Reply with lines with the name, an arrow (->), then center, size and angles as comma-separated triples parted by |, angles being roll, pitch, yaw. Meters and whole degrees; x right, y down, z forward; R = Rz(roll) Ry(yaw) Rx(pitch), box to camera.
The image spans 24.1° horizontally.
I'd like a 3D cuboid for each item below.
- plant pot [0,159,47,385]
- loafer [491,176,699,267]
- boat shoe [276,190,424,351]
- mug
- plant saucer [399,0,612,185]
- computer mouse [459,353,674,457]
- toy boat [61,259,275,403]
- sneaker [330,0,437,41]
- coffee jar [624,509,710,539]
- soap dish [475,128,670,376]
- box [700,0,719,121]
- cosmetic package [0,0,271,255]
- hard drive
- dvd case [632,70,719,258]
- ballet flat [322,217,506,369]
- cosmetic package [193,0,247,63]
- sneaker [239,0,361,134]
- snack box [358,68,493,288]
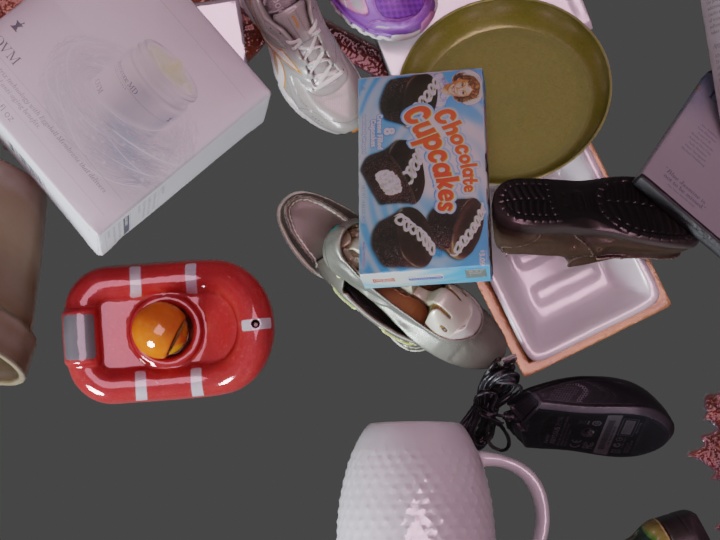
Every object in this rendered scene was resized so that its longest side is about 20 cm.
plant pot -> -0.372, -0.012, 1.538 | 0.200, 0.200, 0.174 | 18, 71, -2
loafer -> 0.209, -0.042, 1.537 | 0.200, 0.071, 0.073 | 7, 53, -11
boat shoe -> 0.002, -0.002, 1.602 | 0.202, 0.060, 0.072 | 44, 86, 0
mug -> 0.076, 0.229, 1.558 | 0.200, 0.148, 0.176 | 0, 82, -7
plant saucer -> 0.134, -0.163, 1.574 | 0.200, 0.031, 0.200 | -3, 65, 8
computer mouse -> 0.197, 0.127, 1.591 | 0.200, 0.139, 0.053 | 8, 51, -8
toy boat -> -0.179, 0.056, 1.558 | 0.200, 0.131, 0.131 | -4, 88, -2
sneaker -> -0.014, -0.294, 1.577 | 0.200, 0.088, 0.080 | 42, 85, 16
coffee jar -> 0.244, 0.306, 1.589 | 0.200, 0.085, 0.104 | -25, 87, -2
soap dish -> 0.178, -0.022, 1.601 | 0.157, 0.081, 0.200 | -26, 89, -3
box -> 0.413, -0.229, 1.579 | 0.152, 0.106, 0.200 | -7, 87, -29
cosmetic package -> -0.219, -0.158, 1.489 | 0.200, 0.123, 0.199 | -41, 89, -11
hard drive -> 0.108, -0.258, 1.634 | 0.200, 0.026, 0.132 | -21, 89, -3
dvd case -> 0.346, -0.092, 1.581 | 0.143, 0.018, 0.200 | 40, 46, 0
ballet flat -> 0.053, 0.023, 1.543 | 0.200, 0.064, 0.067 | 35, 70, -3
cosmetic package -> -0.207, -0.191, 1.595 | 0.200, 0.071, 0.102 | -7, 87, -2
sneaker -> -0.057, -0.215, 1.589 | 0.076, 0.092, 0.200 | -34, 96, -4
snack box -> 0.057, -0.084, 1.514 | 0.116, 0.037, 0.200 | -4, 65, 7
